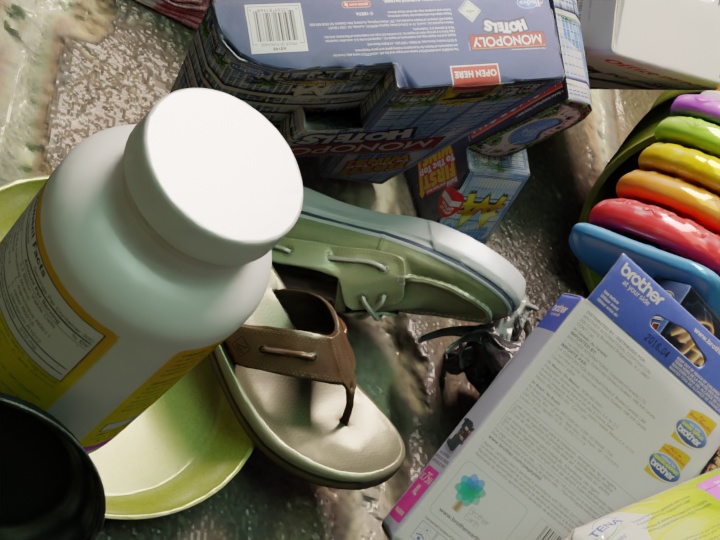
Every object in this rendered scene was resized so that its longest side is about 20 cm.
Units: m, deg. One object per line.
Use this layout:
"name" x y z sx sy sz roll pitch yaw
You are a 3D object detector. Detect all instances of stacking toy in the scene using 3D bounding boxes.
"stacking toy" 0.229 -0.076 0.838 0.116 0.110 0.200 27 87 -56

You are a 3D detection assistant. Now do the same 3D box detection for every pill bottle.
"pill bottle" -0.108 0.004 0.571 0.104 0.200 0.105 21 51 -28

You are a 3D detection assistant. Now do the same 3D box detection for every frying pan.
"frying pan" -0.140 0.115 0.583 0.190 0.115 0.031 32 28 -19

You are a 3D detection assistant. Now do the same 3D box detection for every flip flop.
"flip flop" -0.043 0.034 0.708 0.081 0.058 0.200 -25 79 -46

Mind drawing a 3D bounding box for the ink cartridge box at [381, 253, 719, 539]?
"ink cartridge box" 0.119 0.102 0.710 0.119 0.042 0.200 40 87 -10

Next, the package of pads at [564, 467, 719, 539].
"package of pads" 0.170 0.190 0.689 0.200 0.155 0.068 -10 34 -42

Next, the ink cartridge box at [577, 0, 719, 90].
"ink cartridge box" 0.174 -0.189 0.970 0.144 0.200 0.085 6 93 -36

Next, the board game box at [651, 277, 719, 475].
"board game box" 0.213 0.119 0.807 0.200 0.035 0.136 43 76 -29

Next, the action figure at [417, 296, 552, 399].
"action figure" 0.134 0.066 0.836 0.200 0.119 0.102 34 75 -26

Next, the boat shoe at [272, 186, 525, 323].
"boat shoe" 0.000 0.000 0.782 0.199 0.072 0.062 17 65 5

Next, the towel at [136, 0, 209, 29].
"towel" -0.185 -0.259 0.862 0.200 0.023 0.144 22 49 -26

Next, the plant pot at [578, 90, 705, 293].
"plant pot" 0.280 -0.064 1.003 0.200 0.200 0.193 40 33 -10

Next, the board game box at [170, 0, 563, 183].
"board game box" -0.010 -0.105 0.792 0.199 0.200 0.062 -6 79 -18

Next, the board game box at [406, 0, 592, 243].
"board game box" 0.088 -0.129 0.902 0.062 0.200 0.201 2 75 -37

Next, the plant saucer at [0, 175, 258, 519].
"plant saucer" -0.142 0.042 0.686 0.200 0.031 0.201 21 50 -28
